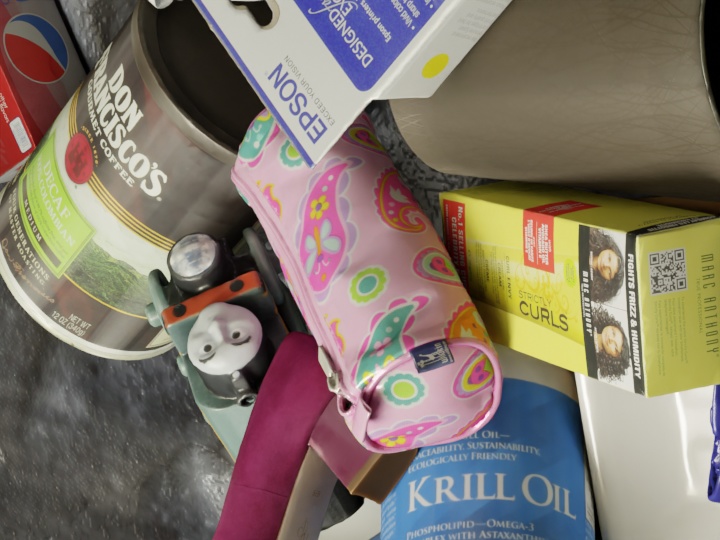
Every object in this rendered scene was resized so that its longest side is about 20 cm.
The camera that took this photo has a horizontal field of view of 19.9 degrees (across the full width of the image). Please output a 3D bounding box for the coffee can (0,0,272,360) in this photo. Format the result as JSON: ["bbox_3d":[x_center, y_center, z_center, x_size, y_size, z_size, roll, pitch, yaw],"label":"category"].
[{"bbox_3d":[-0.110,-0.060,1.204,0.147,0.146,0.200,56,132,14],"label":"coffee can"}]

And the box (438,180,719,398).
[{"bbox_3d":[0.101,0.003,0.954,0.200,0.050,0.076,-158,62,-66],"label":"box"}]

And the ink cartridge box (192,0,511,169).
[{"bbox_3d":[0.003,-0.181,0.946,0.200,0.047,0.198,-49,57,24],"label":"ink cartridge box"}]

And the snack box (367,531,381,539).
[{"bbox_3d":[0.052,0.217,1.105,0.169,0.199,0.068,52,152,17],"label":"snack box"}]

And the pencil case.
[{"bbox_3d":[0.000,0.000,1.028,0.088,0.087,0.201,-61,39,35],"label":"pencil case"}]

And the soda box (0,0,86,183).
[{"bbox_3d":[-0.241,-0.162,1.341,0.063,0.070,0.201,-28,85,44],"label":"soda box"}]

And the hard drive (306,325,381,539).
[{"bbox_3d":[0.012,0.118,1.232,0.131,0.026,0.202,19,115,37],"label":"hard drive"}]

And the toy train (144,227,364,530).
[{"bbox_3d":[-0.055,0.064,1.147,0.200,0.085,0.114,67,180,-52],"label":"toy train"}]

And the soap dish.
[{"bbox_3d":[0.186,0.057,1.019,0.157,0.081,0.202,-2,102,42],"label":"soap dish"}]

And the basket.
[{"bbox_3d":[0.120,-0.099,0.950,0.199,0.180,0.137,4,81,40],"label":"basket"}]

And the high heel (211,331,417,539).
[{"bbox_3d":[-0.062,0.129,1.051,0.200,0.067,0.096,-46,55,0],"label":"high heel"}]

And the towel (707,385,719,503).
[{"bbox_3d":[0.256,0.041,0.905,0.198,0.050,0.149,5,119,-3],"label":"towel"}]

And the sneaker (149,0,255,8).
[{"bbox_3d":[-0.048,-0.220,1.100,0.075,0.199,0.115,46,159,31],"label":"sneaker"}]

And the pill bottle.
[{"bbox_3d":[0.065,0.108,1.068,0.112,0.112,0.201,-34,44,43],"label":"pill bottle"}]
